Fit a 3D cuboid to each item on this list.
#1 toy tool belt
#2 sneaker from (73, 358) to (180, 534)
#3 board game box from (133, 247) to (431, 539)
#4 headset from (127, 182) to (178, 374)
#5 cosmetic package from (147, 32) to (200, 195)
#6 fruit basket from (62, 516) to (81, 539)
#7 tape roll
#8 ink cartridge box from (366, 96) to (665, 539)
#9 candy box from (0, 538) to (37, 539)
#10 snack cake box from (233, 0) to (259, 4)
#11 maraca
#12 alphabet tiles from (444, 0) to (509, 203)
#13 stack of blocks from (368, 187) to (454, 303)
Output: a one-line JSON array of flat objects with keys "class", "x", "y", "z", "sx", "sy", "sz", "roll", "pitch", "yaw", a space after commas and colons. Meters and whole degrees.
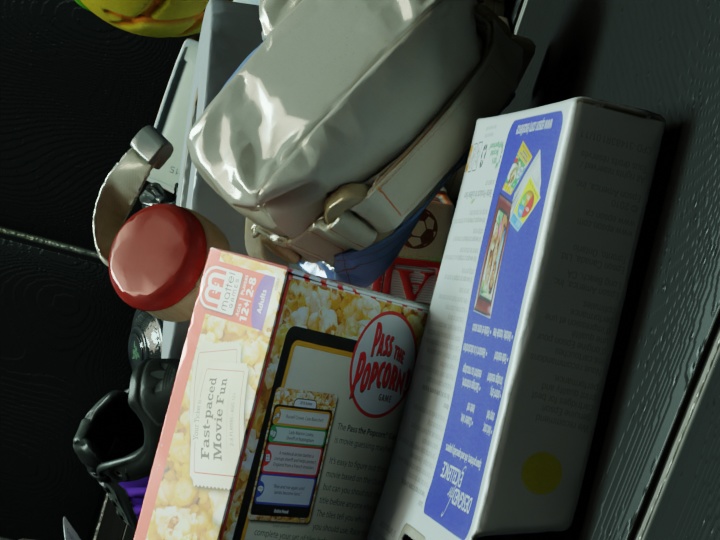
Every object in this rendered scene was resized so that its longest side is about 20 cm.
[{"class": "toy tool belt", "x": -0.010, "y": -0.045, "z": 1.102, "sx": 0.200, "sy": 0.123, "sz": 0.125, "roll": -50, "pitch": 54, "yaw": 4}, {"class": "sneaker", "x": -0.105, "y": 0.105, "z": 1.320, "sx": 0.201, "sy": 0.099, "sz": 0.070, "roll": 111, "pitch": 172, "yaw": -51}, {"class": "board game box", "x": -0.025, "y": 0.103, "z": 1.040, "sx": 0.046, "sy": 0.151, "sz": 0.201, "roll": 15, "pitch": 89, "yaw": 38}, {"class": "headset", "x": -0.087, "y": 0.035, "z": 1.540, "sx": 0.094, "sy": 0.123, "sz": 0.201, "roll": 30, "pitch": 148, "yaw": 59}, {"class": "cosmetic package", "x": -0.059, "y": -0.108, "z": 1.634, "sx": 0.200, "sy": 0.087, "sz": 0.104, "roll": -37, "pitch": -32, "yaw": -69}, {"class": "fruit basket", "x": -0.106, "y": 0.249, "z": 1.296, "sx": 0.186, "sy": 0.093, "sz": 0.201, "roll": 68, "pitch": -169, "yaw": -58}, {"class": "tape roll", "x": -0.062, "y": -0.040, "z": 1.323, "sx": 0.200, "sy": 0.066, "sz": 0.202, "roll": -174, "pitch": 90, "yaw": -84}, {"class": "ink cartridge box", "x": 0.054, "y": 0.039, "z": 0.946, "sx": 0.198, "sy": 0.047, "sz": 0.201, "roll": -169, "pitch": 91, "yaw": -81}, {"class": "candy box", "x": -0.166, "y": 0.231, "z": 1.178, "sx": 0.200, "sy": 0.061, "sz": 0.137, "roll": -128, "pitch": 46, "yaw": -62}, {"class": "snack cake box", "x": -0.008, "y": -0.173, "z": 1.471, "sx": 0.067, "sy": 0.114, "sz": 0.201, "roll": 30, "pitch": -108, "yaw": -74}, {"class": "maraca", "x": -0.105, "y": -0.195, "z": 1.528, "sx": 0.200, "sy": 0.137, "sz": 0.107, "roll": 19, "pitch": -136, "yaw": -65}, {"class": "alphabet tiles", "x": 0.053, "y": -0.115, "z": 1.339, "sx": 0.200, "sy": 0.014, "sz": 0.197, "roll": -94, "pitch": 19, "yaw": -66}, {"class": "stack of blocks", "x": 0.000, "y": 0.000, "z": 1.285, "sx": 0.200, "sy": 0.058, "sz": 0.116, "roll": -113, "pitch": 31, "yaw": -78}]
